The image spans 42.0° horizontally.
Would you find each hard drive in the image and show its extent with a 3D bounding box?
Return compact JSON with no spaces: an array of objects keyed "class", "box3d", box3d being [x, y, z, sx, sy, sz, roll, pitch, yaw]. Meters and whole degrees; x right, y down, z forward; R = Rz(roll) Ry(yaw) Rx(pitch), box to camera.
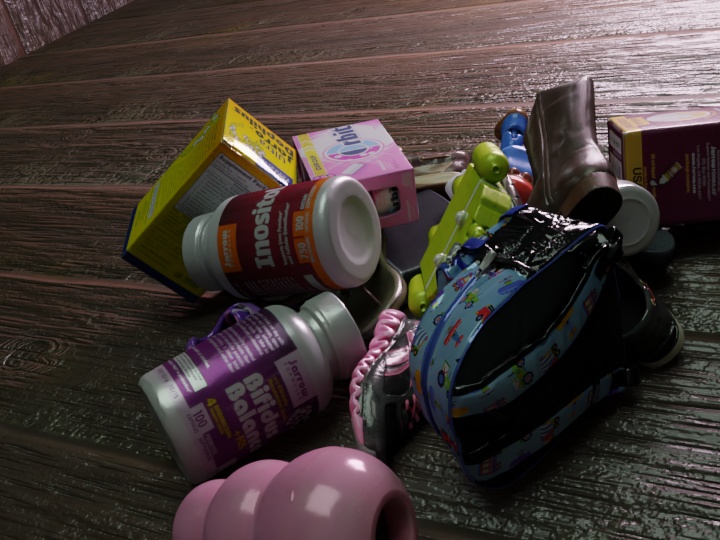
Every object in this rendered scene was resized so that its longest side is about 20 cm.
[{"class":"hard drive","box3d":[0.068,-0.036,1.120,0.133,0.043,0.200,-20,28,-7]}]

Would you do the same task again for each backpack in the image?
[{"class":"backpack","box3d":[0.119,0.066,0.768,0.199,0.184,0.134,-38,38,-26]}]

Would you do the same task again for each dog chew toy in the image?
[{"class":"dog chew toy","box3d":[-0.058,0.196,0.696,0.198,0.126,0.125,-9,27,32]}]

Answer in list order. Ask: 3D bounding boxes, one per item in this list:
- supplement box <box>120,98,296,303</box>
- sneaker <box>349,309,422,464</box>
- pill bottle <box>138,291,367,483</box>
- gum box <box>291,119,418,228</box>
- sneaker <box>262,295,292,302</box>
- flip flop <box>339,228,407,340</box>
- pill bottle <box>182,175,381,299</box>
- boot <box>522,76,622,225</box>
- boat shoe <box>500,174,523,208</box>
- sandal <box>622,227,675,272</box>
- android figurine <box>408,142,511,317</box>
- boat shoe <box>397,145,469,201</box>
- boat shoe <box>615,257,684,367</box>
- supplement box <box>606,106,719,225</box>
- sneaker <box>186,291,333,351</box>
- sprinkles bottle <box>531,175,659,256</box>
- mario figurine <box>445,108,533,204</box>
[{"class":"supplement box","box3d":[-0.177,-0.080,1.109,0.200,0.108,0.110,-43,28,23]},{"class":"sneaker","box3d":[0.047,0.104,0.859,0.094,0.080,0.201,5,34,14]},{"class":"pill bottle","box3d":[-0.096,0.102,0.878,0.198,0.113,0.112,-29,30,-18]},{"class":"gum box","box3d":[-0.009,-0.109,1.105,0.112,0.067,0.200,-12,27,-7]},{"class":"sneaker","box3d":[-0.073,-0.035,1.142,0.201,0.077,0.146,-34,20,-12]},{"class":"flip flop","box3d":[0.000,0.000,1.029,0.081,0.057,0.201,-43,32,23]},{"class":"pill bottle","box3d":[-0.087,-0.029,0.985,0.198,0.114,0.113,-8,28,32]},{"class":"boot","box3d":[0.172,-0.083,0.922,0.186,0.064,0.201,-42,31,31]},{"class":"boat shoe","box3d":[0.142,-0.023,0.982,0.072,0.075,0.202,-16,47,16]},{"class":"sandal","box3d":[0.246,-0.015,1.003,0.199,0.043,0.076,-1,23,46]},{"class":"android figurine","box3d":[0.099,-0.036,0.934,0.041,0.184,0.200,24,17,-6]},{"class":"boat shoe","box3d":[0.048,-0.129,1.242,0.197,0.072,0.073,-3,67,17]},{"class":"boat shoe","box3d":[0.225,0.014,0.893,0.074,0.063,0.202,-49,34,9]},{"class":"supplement box","box3d":[0.371,-0.116,0.995,0.197,0.105,0.131,-5,14,8]},{"class":"sneaker","box3d":[-0.100,0.068,0.976,0.199,0.089,0.080,-32,30,-29]},{"class":"sprinkles bottle","box3d":[0.235,-0.073,0.961,0.067,0.069,0.200,-17,18,-2]},{"class":"mario figurine","box3d":[0.180,-0.102,1.139,0.122,0.107,0.201,-6,40,31]}]
